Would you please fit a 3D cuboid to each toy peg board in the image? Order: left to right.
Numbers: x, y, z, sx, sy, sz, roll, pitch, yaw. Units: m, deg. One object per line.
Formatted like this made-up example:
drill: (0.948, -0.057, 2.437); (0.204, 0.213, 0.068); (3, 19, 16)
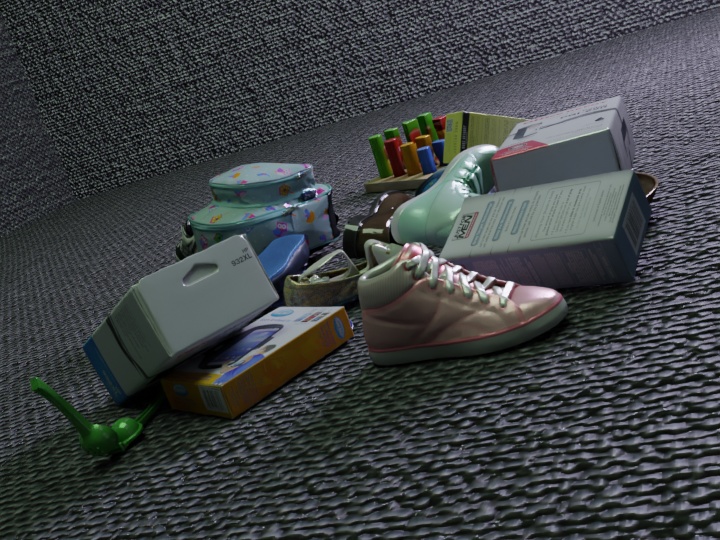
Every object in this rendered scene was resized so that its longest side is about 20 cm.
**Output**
toy peg board: (0.124, -0.229, 1.742); (0.199, 0.099, 0.198); (-29, 17, -32)

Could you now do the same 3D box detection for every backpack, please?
backpack: (-0.151, -0.075, 1.386); (0.175, 0.155, 0.199); (10, 34, 44)

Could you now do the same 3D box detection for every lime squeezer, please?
lime squeezer: (-0.248, 0.148, 0.925); (0.038, 0.071, 0.200); (-36, -22, 16)

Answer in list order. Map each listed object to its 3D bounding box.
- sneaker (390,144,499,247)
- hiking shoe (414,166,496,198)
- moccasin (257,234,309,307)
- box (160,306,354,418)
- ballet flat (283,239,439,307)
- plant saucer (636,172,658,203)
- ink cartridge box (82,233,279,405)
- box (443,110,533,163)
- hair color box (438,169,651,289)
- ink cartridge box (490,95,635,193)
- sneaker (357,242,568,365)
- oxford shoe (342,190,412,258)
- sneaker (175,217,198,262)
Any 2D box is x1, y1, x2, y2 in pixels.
sneaker: (0.143, -0.085, 1.157); (0.117, 0.074, 0.200); (15, 45, 46)
hiking shoe: (0.133, -0.102, 1.312); (0.086, 0.075, 0.199); (-28, 17, -33)
moccasin: (-0.107, 0.015, 1.217); (0.079, 0.069, 0.200); (-3, 22, 26)
box: (-0.100, 0.087, 0.999); (0.118, 0.042, 0.199); (-3, 24, 48)
ballet flat: (0.000, 0.000, 1.132); (0.198, 0.072, 0.071); (-20, 14, -5)
plant saucer: (0.253, -0.064, 1.103); (0.198, 0.037, 0.201); (-18, 14, 4)
ink cartridge box: (-0.198, 0.056, 1.020); (0.144, 0.084, 0.200); (-29, -4, -36)
box: (0.218, -0.183, 1.357); (0.197, 0.076, 0.050); (1, 5, -24)
hair color box: (0.188, -0.035, 0.968); (0.198, 0.061, 0.100); (-7, 42, 38)
ink cartridge box: (0.250, -0.137, 1.137); (0.144, 0.086, 0.200); (-13, 14, 23)
sneaker: (0.086, 0.021, 0.874); (0.198, 0.106, 0.075); (-12, 14, 23)
oxford shoe: (0.048, -0.059, 1.312); (0.083, 0.074, 0.200); (5, 25, 19)
sneaker: (-0.282, -0.055, 1.649); (0.075, 0.089, 0.199); (-28, 15, -25)
